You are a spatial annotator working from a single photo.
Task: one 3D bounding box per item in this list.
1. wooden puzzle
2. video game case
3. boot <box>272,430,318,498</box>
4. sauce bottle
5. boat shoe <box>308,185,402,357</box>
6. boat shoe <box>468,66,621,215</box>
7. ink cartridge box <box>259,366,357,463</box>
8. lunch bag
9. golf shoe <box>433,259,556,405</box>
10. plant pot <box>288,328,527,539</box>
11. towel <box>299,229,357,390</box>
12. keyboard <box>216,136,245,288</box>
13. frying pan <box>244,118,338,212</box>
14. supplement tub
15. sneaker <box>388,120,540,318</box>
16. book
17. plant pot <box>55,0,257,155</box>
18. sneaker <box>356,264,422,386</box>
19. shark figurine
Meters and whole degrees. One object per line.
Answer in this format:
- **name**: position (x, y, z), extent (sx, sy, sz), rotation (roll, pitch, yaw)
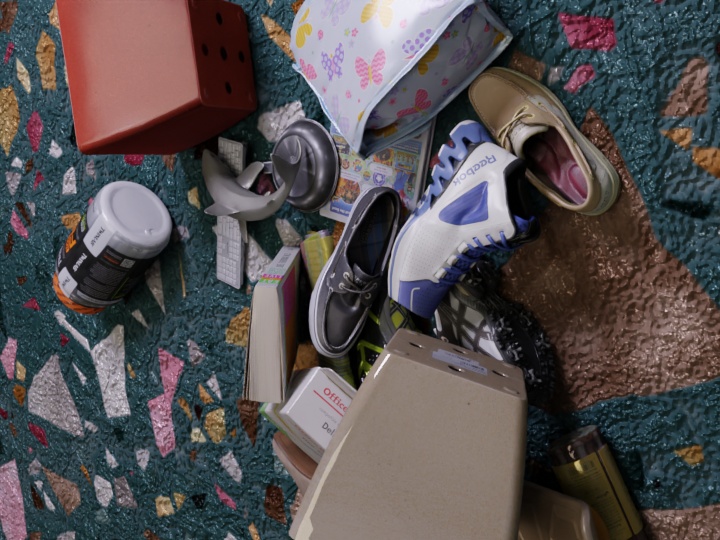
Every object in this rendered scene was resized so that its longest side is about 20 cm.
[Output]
- **wooden puzzle**: position (0.212, 0.303, 0.837), extent (0.200, 0.045, 0.189), rotation (178, 75, -73)
- **video game case**: position (0.021, -0.148, 0.972), extent (0.141, 0.018, 0.205), rotation (19, 109, 33)
- **boot**: position (-0.054, 0.323, 1.079), extent (0.198, 0.070, 0.149), rotation (30, 117, 30)
- **sauce bottle**: position (0.256, 0.264, 0.836), extent (0.064, 0.064, 0.204), rotation (-27, 80, 36)
- **boat shoe**: position (0.000, 0.000, 0.908), extent (0.203, 0.069, 0.066), rotation (-67, 14, -7)
- **boat shoe**: position (0.178, -0.135, 0.825), extent (0.200, 0.066, 0.075), rotation (47, 122, 22)
- **ink cartridge box**: position (-0.041, 0.177, 0.960), extent (0.117, 0.068, 0.200), rotation (42, 161, -8)
- **lunch bag**: position (0.030, -0.243, 0.862), extent (0.200, 0.126, 0.171), rotation (-43, 62, 18)
- **golf shoe**: position (0.136, 0.068, 0.895), extent (0.095, 0.077, 0.202), rotation (-50, 61, 41)
- **plant pot**: position (0.068, 0.167, 0.778), extent (0.196, 0.200, 0.181), rotation (18, 97, 8)
- **towel**: position (-0.041, 0.049, 1.005), extent (0.143, 0.022, 0.205), rotation (175, 86, -75)
- **keyboard**: position (-0.181, -0.078, 1.129), extent (0.056, 0.011, 0.205), rotation (18, 112, 37)
- **frying pan**: position (-0.100, -0.147, 1.048), extent (0.188, 0.031, 0.117), rotation (30, 115, 33)
- **supplement tub**: position (-0.378, -0.028, 1.228), extent (0.200, 0.122, 0.124), rotation (-43, 73, 33)
- **sneaker**: position (0.110, -0.036, 0.810), extent (0.114, 0.080, 0.203), rotation (31, 104, 34)
- **book**: position (-0.098, 0.058, 0.992), extent (0.047, 0.200, 0.137), rotation (4, 103, 3)
- **plant pot**: position (-0.245, -0.264, 1.057), extent (0.173, 0.199, 0.205), rotation (-5, 95, 24)
- **sneaker**: position (0.030, 0.063, 0.973), extent (0.075, 0.075, 0.205), rotation (-24, 65, 43)
- **shark figurine**: position (-0.149, -0.091, 1.028), extent (0.212, 0.088, 0.131), rotation (4, 105, 48)
